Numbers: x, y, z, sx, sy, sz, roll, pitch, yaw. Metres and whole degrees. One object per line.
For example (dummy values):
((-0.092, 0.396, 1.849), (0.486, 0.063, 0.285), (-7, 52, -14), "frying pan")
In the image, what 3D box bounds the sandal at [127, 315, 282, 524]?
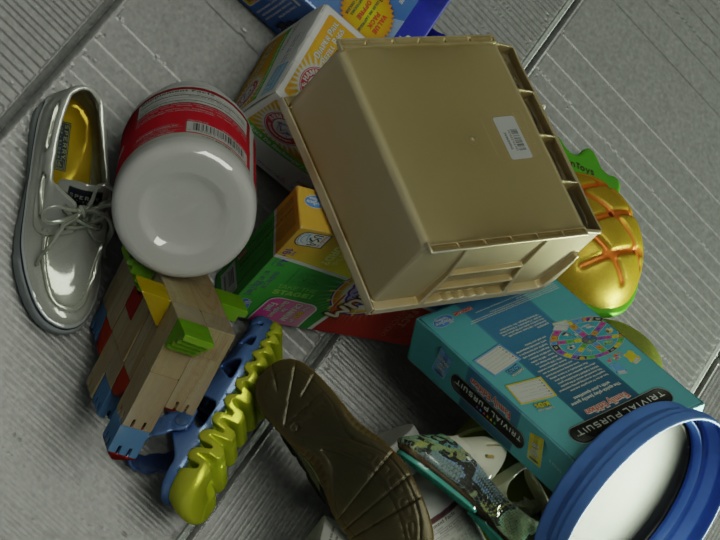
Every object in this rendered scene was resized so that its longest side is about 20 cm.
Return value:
((-0.127, 0.110, 1.648), (0.087, 0.080, 0.200), (19, 50, 17), "sandal")

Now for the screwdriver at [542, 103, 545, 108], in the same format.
((0.106, -0.080, 1.756), (0.029, 0.200, 0.028), (18, 44, -14), "screwdriver")

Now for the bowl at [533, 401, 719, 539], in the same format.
((0.215, 0.194, 1.604), (0.200, 0.039, 0.201), (-27, 135, -30), "bowl")

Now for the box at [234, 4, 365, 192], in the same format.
((-0.006, -0.114, 1.739), (0.200, 0.101, 0.113), (40, 56, -17), "box")

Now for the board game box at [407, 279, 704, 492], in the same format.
((0.160, 0.092, 1.666), (0.150, 0.047, 0.200), (-20, 48, -35), "board game box")

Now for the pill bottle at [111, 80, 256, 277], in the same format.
((-0.138, -0.082, 1.601), (0.112, 0.200, 0.113), (-1, 113, -3), "pill bottle")

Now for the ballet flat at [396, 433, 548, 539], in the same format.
((0.104, 0.175, 1.646), (0.200, 0.074, 0.074), (46, 59, -38), "ballet flat")

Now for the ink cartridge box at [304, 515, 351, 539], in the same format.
((0.011, 0.316, 1.613), (0.199, 0.146, 0.084), (34, 23, -8), "ink cartridge box")

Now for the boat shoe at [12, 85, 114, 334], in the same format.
((-0.227, -0.053, 1.612), (0.074, 0.086, 0.203), (10, 74, -28), "boat shoe")

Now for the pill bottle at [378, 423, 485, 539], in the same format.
((0.051, 0.240, 1.701), (0.109, 0.109, 0.201), (-31, 96, -31), "pill bottle")

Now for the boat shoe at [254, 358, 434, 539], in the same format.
((-0.008, 0.157, 1.617), (0.072, 0.066, 0.201), (-40, 76, -1), "boat shoe")

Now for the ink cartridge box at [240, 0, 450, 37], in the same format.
((-0.004, -0.247, 1.791), (0.200, 0.076, 0.137), (42, 63, -18), "ink cartridge box")

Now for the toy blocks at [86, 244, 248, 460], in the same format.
((-0.167, 0.062, 1.583), (0.100, 0.200, 0.137), (19, 112, -27), "toy blocks")

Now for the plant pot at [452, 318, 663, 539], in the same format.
((0.192, 0.142, 1.778), (0.187, 0.187, 0.200), (48, 48, -13), "plant pot")

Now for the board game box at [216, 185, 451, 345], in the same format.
((0.000, 0.000, 1.693), (0.199, 0.153, 0.041), (10, 56, -28), "board game box")

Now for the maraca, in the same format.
((0.199, -0.042, 1.853), (0.137, 0.107, 0.201), (23, 47, -27), "maraca")

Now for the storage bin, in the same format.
((0.068, -0.084, 1.628), (0.198, 0.094, 0.201), (-6, 63, -38), "storage bin")
